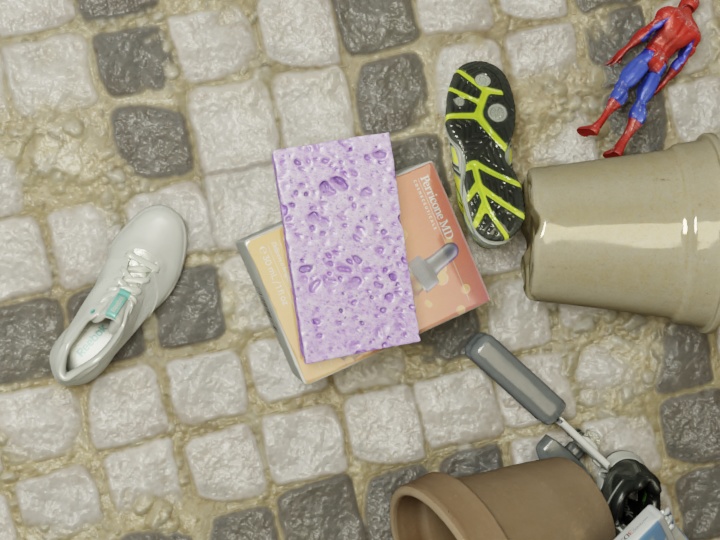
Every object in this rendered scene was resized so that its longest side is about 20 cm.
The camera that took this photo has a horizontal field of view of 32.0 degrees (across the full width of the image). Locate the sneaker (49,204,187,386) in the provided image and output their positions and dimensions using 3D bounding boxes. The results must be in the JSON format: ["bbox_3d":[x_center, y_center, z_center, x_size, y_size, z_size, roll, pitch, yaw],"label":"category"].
[{"bbox_3d":[-0.229,0.027,1.207,0.075,0.088,0.200,31,86,-8],"label":"sneaker"}]

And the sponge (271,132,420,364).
[{"bbox_3d":[-0.014,-0.020,1.165,0.111,0.030,0.200,-9,93,-9],"label":"sponge"}]

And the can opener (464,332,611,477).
[{"bbox_3d":[0.182,0.146,1.299,0.066,0.053,0.200,-44,98,-6],"label":"can opener"}]

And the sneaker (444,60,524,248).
[{"bbox_3d":[0.118,-0.117,1.278,0.075,0.076,0.200,1,73,-7],"label":"sneaker"}]

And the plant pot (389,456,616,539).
[{"bbox_3d":[0.152,0.271,1.238,0.175,0.200,0.200,-22,95,-22],"label":"plant pot"}]

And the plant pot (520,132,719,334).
[{"bbox_3d":[0.256,-0.038,1.253,0.183,0.200,0.201,0,91,2],"label":"plant pot"}]

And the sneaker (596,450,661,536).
[{"bbox_3d":[0.267,0.290,1.297,0.066,0.090,0.200,14,88,-12],"label":"sneaker"}]

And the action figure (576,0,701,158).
[{"bbox_3d":[0.299,-0.211,1.315,0.065,0.052,0.200,38,80,-14],"label":"action figure"}]

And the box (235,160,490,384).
[{"bbox_3d":[0.000,0.000,1.237,0.200,0.106,0.152,-25,95,-8],"label":"box"}]

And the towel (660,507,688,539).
[{"bbox_3d":[0.293,0.333,1.279,0.147,0.024,0.200,-46,137,-5],"label":"towel"}]

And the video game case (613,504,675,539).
[{"bbox_3d":[0.242,0.334,1.203,0.182,0.022,0.200,-42,137,-8],"label":"video game case"}]
